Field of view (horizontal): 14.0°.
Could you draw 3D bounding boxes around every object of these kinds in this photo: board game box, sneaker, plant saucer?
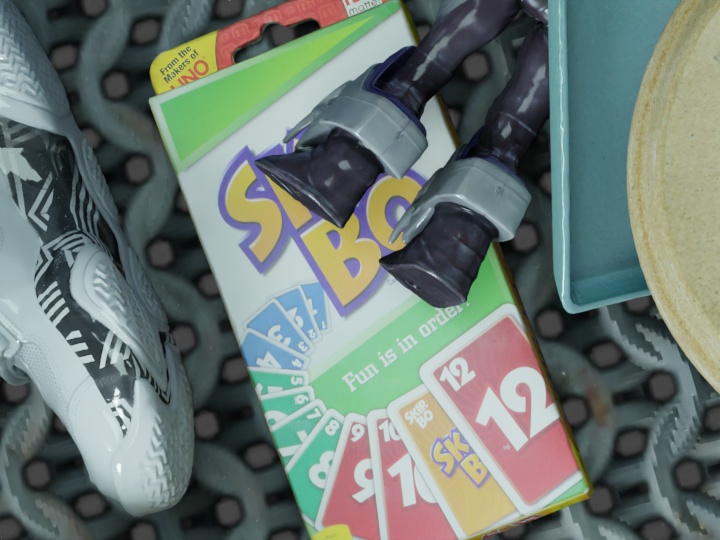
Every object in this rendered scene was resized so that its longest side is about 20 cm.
[{"bbox_3d":[0.000,0.000,1.001,0.095,0.030,0.200,-22,78,5],"label":"board game box"},{"bbox_3d":[-0.136,0.007,0.999,0.115,0.075,0.200,-26,75,6],"label":"sneaker"},{"bbox_3d":[0.087,-0.089,0.922,0.070,0.019,0.200,-12,111,-28],"label":"plant saucer"}]

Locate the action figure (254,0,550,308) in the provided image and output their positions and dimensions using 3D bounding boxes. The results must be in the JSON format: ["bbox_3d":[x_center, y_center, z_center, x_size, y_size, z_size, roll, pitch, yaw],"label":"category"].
[{"bbox_3d":[0.057,-0.089,0.958,0.130,0.069,0.200,40,86,-13],"label":"action figure"}]

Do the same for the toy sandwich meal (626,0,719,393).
[{"bbox_3d":[0.183,-0.030,0.891,0.205,0.070,0.206,-1,87,17],"label":"toy sandwich meal"}]
